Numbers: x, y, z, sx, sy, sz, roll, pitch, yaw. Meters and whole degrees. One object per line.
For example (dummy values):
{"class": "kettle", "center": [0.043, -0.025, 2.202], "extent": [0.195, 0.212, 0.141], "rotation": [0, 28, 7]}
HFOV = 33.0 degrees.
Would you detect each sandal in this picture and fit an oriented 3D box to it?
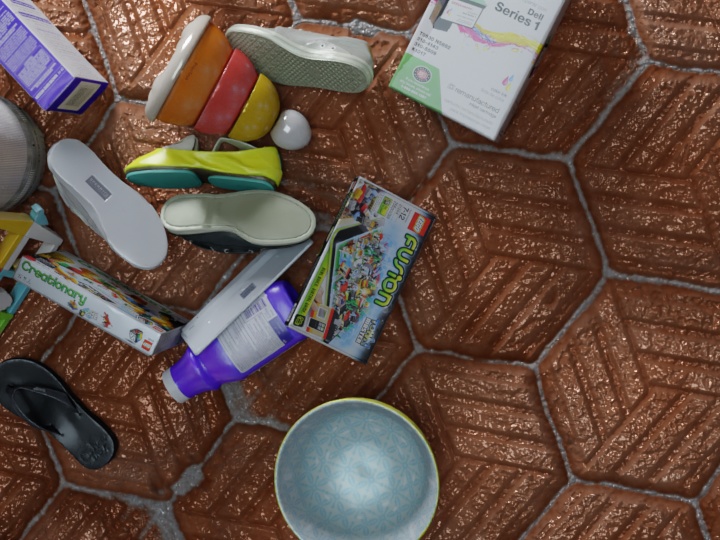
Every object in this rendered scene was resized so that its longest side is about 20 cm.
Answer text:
{"class": "sandal", "center": [-0.402, 0.181, 1.581], "extent": [0.200, 0.043, 0.076], "rotation": [34, 98, 6]}

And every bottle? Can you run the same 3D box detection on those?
{"class": "bottle", "center": [-0.157, 0.095, 1.523], "extent": [0.199, 0.065, 0.084], "rotation": [-34, 85, 10]}

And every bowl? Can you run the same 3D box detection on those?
{"class": "bowl", "center": [0.003, 0.247, 1.485], "extent": [0.199, 0.108, 0.202], "rotation": [0, 93, 9]}

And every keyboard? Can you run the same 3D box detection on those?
{"class": "keyboard", "center": [-0.142, 0.023, 1.507], "extent": [0.200, 0.011, 0.056], "rotation": [-44, 44, -3]}

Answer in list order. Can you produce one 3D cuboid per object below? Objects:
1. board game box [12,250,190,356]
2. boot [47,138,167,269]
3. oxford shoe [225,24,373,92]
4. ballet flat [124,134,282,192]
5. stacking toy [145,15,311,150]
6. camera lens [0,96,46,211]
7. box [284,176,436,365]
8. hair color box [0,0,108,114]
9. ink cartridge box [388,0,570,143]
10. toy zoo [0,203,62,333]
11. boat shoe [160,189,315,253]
{"class": "board game box", "center": [-0.318, 0.038, 1.516], "extent": [0.199, 0.126, 0.035], "rotation": [29, 98, 6]}
{"class": "boot", "center": [-0.315, -0.075, 1.529], "extent": [0.073, 0.096, 0.200], "rotation": [-38, 85, -16]}
{"class": "oxford shoe", "center": [-0.072, -0.268, 1.495], "extent": [0.199, 0.075, 0.058], "rotation": [14, 54, 16]}
{"class": "ballet flat", "center": [-0.194, -0.136, 1.524], "extent": [0.198, 0.067, 0.068], "rotation": [4, 73, 6]}
{"class": "stacking toy", "center": [-0.151, -0.204, 1.490], "extent": [0.199, 0.146, 0.147], "rotation": [31, 98, -11]}
{"class": "camera lens", "center": [-0.495, -0.145, 1.497], "extent": [0.159, 0.200, 0.161], "rotation": [1, 94, 9]}
{"class": "box", "center": [0.000, 0.000, 1.473], "extent": [0.110, 0.035, 0.201], "rotation": [26, 86, -10]}
{"class": "hair color box", "center": [-0.420, -0.287, 1.522], "extent": [0.065, 0.109, 0.200], "rotation": [-43, 86, 11]}
{"class": "ink cartridge box", "center": [0.143, -0.273, 1.441], "extent": [0.144, 0.084, 0.201], "rotation": [28, 97, 7]}
{"class": "toy zoo", "center": [-0.461, -0.001, 1.538], "extent": [0.020, 0.131, 0.201], "rotation": [40, 100, 29]}
{"class": "boat shoe", "center": [-0.147, -0.053, 1.514], "extent": [0.198, 0.066, 0.075], "rotation": [-1, 64, 11]}
